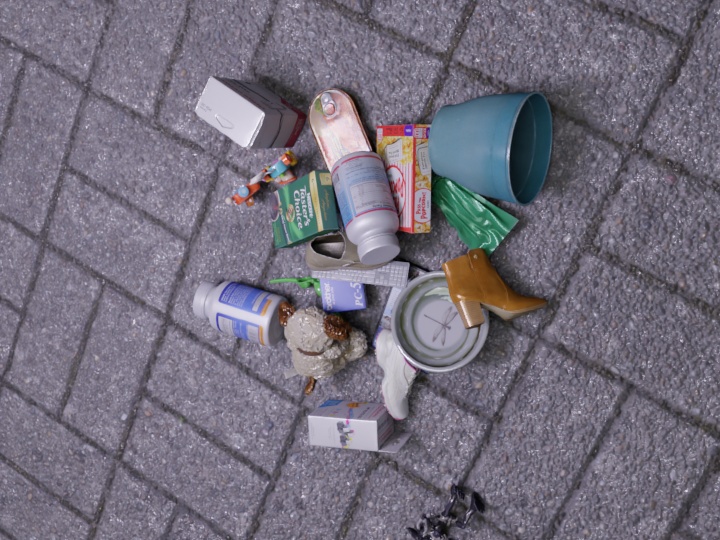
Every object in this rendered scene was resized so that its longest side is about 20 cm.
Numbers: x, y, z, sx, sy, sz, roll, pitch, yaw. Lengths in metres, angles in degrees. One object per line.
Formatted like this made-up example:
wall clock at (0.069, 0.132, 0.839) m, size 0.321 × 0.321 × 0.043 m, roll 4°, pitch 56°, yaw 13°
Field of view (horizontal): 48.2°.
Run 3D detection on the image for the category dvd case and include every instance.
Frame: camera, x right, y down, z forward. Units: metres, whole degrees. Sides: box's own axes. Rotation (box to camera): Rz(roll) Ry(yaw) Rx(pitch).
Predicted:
dvd case at (0.113, 0.095, 1.674) m, size 0.140 × 0.017 × 0.204 m, roll 24°, pitch 107°, yaw 17°

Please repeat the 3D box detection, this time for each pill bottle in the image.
pill bottle at (0.014, -0.120, 1.560) m, size 0.107 × 0.108 × 0.204 m, roll -24°, pitch 68°, yaw 22°
pill bottle at (-0.264, 0.088, 1.769) m, size 0.196 × 0.112 × 0.115 m, roll 16°, pitch 104°, yaw 19°

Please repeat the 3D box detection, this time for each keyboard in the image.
keyboard at (0.000, 0.000, 1.636) m, size 0.195 × 0.011 × 0.057 m, roll 6°, pitch 56°, yaw 10°

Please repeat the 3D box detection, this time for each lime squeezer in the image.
lime squeezer at (-0.107, 0.042, 1.749) m, size 0.197 × 0.038 × 0.071 m, roll 29°, pitch 138°, yaw 14°

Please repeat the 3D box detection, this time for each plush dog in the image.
plush dog at (-0.098, 0.144, 1.660) m, size 0.196 × 0.162 × 0.174 m, roll 10°, pitch 139°, yaw 20°

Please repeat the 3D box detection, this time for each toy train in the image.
toy train at (-0.196, -0.179, 1.673) m, size 0.150 × 0.199 × 0.056 m, roll -42°, pitch 101°, yaw -20°

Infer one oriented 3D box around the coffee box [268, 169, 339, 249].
coffee box at (-0.121, -0.123, 1.658) m, size 0.198 × 0.043 × 0.126 m, roll -14°, pitch 82°, yaw 54°

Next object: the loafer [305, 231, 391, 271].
loafer at (-0.018, -0.042, 1.614) m, size 0.195 × 0.069 × 0.077 m, roll -11°, pitch 67°, yaw 3°

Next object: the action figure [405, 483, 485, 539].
action figure at (0.168, 0.544, 1.678) m, size 0.118 × 0.102 × 0.202 m, roll 34°, pitch 107°, yaw 1°

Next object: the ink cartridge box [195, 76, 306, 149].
ink cartridge box at (-0.220, -0.319, 1.641) m, size 0.145 × 0.200 × 0.084 m, roll 35°, pitch 109°, yaw 12°

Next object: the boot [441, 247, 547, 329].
boot at (0.260, 0.024, 1.548) m, size 0.071 × 0.197 × 0.147 m, roll 136°, pitch 122°, yaw -64°

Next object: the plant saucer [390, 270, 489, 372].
plant saucer at (0.159, 0.104, 1.599) m, size 0.195 × 0.050 × 0.205 m, roll -3°, pitch 74°, yaw 11°

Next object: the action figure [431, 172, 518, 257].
action figure at (0.204, -0.124, 1.586) m, size 0.200 × 0.055 × 0.119 m, roll 44°, pitch 112°, yaw 8°

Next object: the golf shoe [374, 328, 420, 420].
golf shoe at (0.086, 0.218, 1.661) m, size 0.090 × 0.075 × 0.204 m, roll -2°, pitch 111°, yaw 24°

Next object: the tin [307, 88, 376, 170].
tin at (-0.037, -0.276, 1.665) m, size 0.110 × 0.042 × 0.204 m, roll -21°, pitch 91°, yaw 19°

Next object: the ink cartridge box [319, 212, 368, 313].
ink cartridge box at (-0.042, -0.017, 1.685) m, size 0.092 × 0.044 × 0.205 m, roll -7°, pitch 91°, yaw 9°

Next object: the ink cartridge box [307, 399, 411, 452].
ink cartridge box at (0.001, 0.327, 1.701) m, size 0.195 × 0.115 × 0.070 m, roll 1°, pitch 100°, yaw 20°

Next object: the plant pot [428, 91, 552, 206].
plant pot at (0.234, -0.232, 1.494) m, size 0.185 × 0.198 × 0.205 m, roll 11°, pitch 103°, yaw 33°

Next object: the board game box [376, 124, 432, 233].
board game box at (0.084, -0.183, 1.581) m, size 0.151 × 0.045 × 0.205 m, roll -164°, pitch 72°, yaw -63°
